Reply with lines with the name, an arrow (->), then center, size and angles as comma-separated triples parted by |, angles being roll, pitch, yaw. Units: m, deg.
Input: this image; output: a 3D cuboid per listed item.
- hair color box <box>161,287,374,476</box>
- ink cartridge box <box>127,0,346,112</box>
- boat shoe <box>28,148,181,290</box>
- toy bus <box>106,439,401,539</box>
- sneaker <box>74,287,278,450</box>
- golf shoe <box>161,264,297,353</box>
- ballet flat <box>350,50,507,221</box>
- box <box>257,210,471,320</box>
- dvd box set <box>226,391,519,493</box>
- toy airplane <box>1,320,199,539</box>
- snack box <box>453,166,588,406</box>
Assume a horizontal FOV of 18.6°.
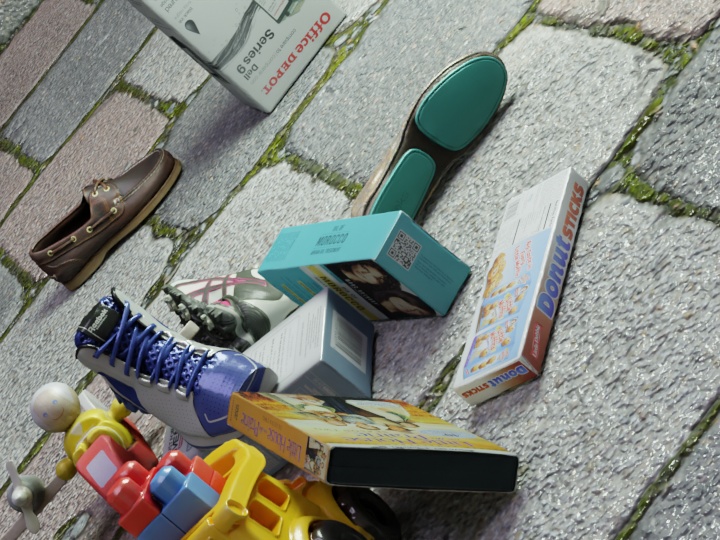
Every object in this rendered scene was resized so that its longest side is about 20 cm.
hair color box -> -0.079, 0.114, 1.826 | 0.200, 0.061, 0.099 | -38, 27, 26
ink cartridge box -> -0.136, -0.289, 2.366 | 0.146, 0.200, 0.084 | -52, 26, -5
boat shoe -> -0.289, -0.066, 2.475 | 0.200, 0.070, 0.070 | -46, 22, 7
toy bus -> -0.084, 0.187, 1.530 | 0.136, 0.192, 0.200 | -48, 6, 17
sneaker -> -0.172, 0.077, 1.795 | 0.199, 0.115, 0.081 | 13, 68, 47
golf shoe -> -0.117, 0.036, 2.024 | 0.088, 0.077, 0.200 | -35, 21, -18
ballet flat -> 0.053, -0.110, 1.921 | 0.200, 0.068, 0.067 | -52, 16, -10
box -> 0.000, 0.000, 1.827 | 0.200, 0.082, 0.049 | -6, 49, 59
dvd box set -> 0.005, 0.121, 1.564 | 0.200, 0.146, 0.030 | -160, 76, -67
toy airplane -> -0.236, 0.143, 1.964 | 0.199, 0.141, 0.201 | -26, 33, 45
snack box -> 0.122, 0.009, 1.660 | 0.072, 0.024, 0.201 | -28, 31, 41
